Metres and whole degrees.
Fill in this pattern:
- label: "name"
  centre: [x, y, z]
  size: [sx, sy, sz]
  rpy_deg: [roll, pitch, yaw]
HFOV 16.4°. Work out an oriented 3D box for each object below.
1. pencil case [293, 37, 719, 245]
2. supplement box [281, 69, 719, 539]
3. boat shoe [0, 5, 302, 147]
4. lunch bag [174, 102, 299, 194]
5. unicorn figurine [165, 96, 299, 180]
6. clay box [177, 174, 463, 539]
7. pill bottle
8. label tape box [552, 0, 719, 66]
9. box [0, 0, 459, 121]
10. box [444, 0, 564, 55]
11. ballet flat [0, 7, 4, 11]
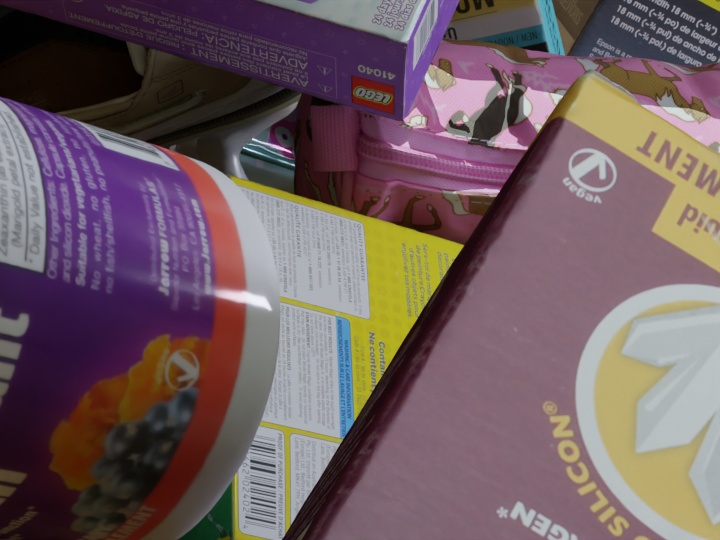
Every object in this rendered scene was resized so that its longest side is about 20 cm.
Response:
- label: "pencil case"
  centre: [0.075, -0.034, 0.795]
  size: [0.199, 0.087, 0.083]
  rpy_deg: [5, 58, -12]
- label: "supplement box"
  centre: [0.047, 0.077, 0.553]
  size: [0.131, 0.103, 0.200]
  rpy_deg: [31, 57, 0]
- label: "boat shoe"
  centre: [-0.066, -0.079, 0.802]
  size: [0.075, 0.200, 0.068]
  rpy_deg: [58, -1, 13]
- label: "lunch bag"
  centre: [-0.077, -0.108, 0.951]
  size: [0.160, 0.077, 0.201]
  rpy_deg: [20, 52, -41]
- label: "unicorn figurine"
  centre: [0.000, 0.000, 0.853]
  size: [0.199, 0.138, 0.074]
  rpy_deg: [13, -5, 10]
- label: "clay box"
  centre: [0.034, 0.054, 0.747]
  size: [0.200, 0.048, 0.115]
  rpy_deg: [17, 57, -31]
- label: "pill bottle"
  centre: [-0.128, 0.004, 0.612]
  size: [0.200, 0.112, 0.111]
  rpy_deg: [16, 23, -39]
- label: "label tape box"
  centre: [0.159, -0.094, 1.203]
  size: [0.144, 0.200, 0.063]
  rpy_deg: [25, 17, -18]
- label: "box"
  centre: [-0.016, -0.147, 0.777]
  size: [0.136, 0.039, 0.200]
  rpy_deg: [17, 56, 11]
- label: "box"
  centre: [0.025, -0.098, 0.897]
  size: [0.082, 0.200, 0.049]
  rpy_deg: [-11, 26, 11]
- label: "ballet flat"
  centre: [-0.188, -0.084, 0.807]
  size: [0.200, 0.071, 0.067]
  rpy_deg: [-3, 30, -42]
